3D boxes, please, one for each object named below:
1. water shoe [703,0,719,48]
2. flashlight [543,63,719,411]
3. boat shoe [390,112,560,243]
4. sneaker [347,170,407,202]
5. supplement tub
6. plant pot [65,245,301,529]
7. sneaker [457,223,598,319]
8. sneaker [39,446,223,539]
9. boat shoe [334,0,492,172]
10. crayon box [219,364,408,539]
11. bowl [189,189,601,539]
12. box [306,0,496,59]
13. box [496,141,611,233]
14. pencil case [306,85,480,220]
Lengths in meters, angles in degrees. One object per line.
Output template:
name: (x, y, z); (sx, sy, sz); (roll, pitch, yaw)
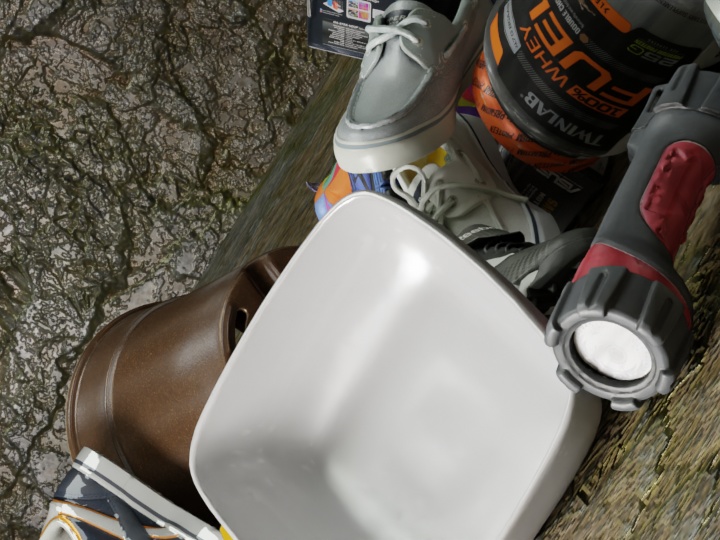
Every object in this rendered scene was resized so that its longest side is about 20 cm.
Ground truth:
water shoe: (0.224, -0.148, 1.405); (0.079, 0.072, 0.200); (-26, 18, 19)
flashlight: (0.150, -0.022, 1.344); (0.068, 0.068, 0.200); (-38, 15, 47)
boat shoe: (0.054, -0.038, 1.664); (0.075, 0.086, 0.202); (-61, 32, 29)
sneaker: (0.000, 0.000, 1.778); (0.075, 0.078, 0.201); (-51, -39, -66)
supplement tub: (0.149, -0.147, 1.584); (0.200, 0.122, 0.123); (-50, 11, 51)
plant pot: (-0.073, 0.086, 1.914); (0.198, 0.200, 0.201); (-33, 25, 53)
sneaker: (0.078, 0.008, 1.543); (0.200, 0.066, 0.091); (131, 131, -57)
sneaker: (-0.126, 0.196, 1.832); (0.080, 0.199, 0.078); (-57, -31, -9)
boat shoe: (0.029, -0.129, 1.669); (0.070, 0.072, 0.201); (-3, 29, 24)
crayon box: (-0.008, 0.109, 1.560); (0.201, 0.058, 0.119); (-67, 29, 26)
bowl: (0.026, 0.081, 1.405); (0.074, 0.200, 0.201); (10, -63, -51)
box: (0.062, -0.200, 1.885); (0.159, 0.199, 0.046); (91, -164, -49)
box: (0.115, -0.075, 1.795); (0.159, 0.048, 0.200); (-54, 9, 39)
pencil case: (0.042, -0.092, 1.849); (0.200, 0.088, 0.089); (-53, 10, 37)
